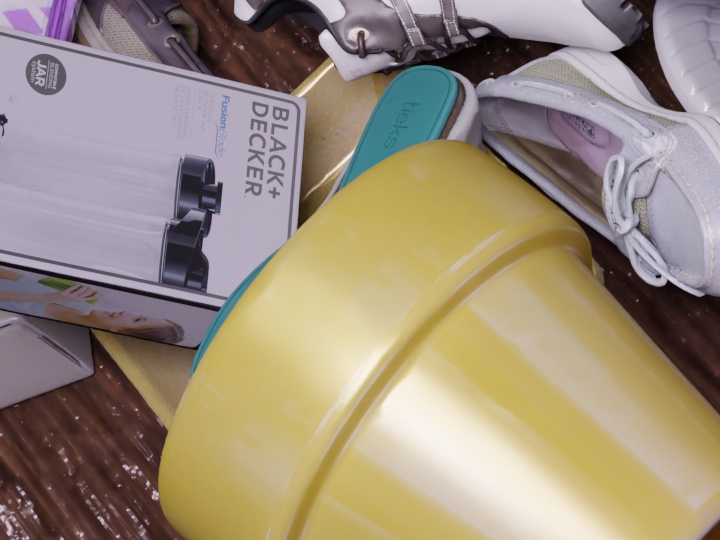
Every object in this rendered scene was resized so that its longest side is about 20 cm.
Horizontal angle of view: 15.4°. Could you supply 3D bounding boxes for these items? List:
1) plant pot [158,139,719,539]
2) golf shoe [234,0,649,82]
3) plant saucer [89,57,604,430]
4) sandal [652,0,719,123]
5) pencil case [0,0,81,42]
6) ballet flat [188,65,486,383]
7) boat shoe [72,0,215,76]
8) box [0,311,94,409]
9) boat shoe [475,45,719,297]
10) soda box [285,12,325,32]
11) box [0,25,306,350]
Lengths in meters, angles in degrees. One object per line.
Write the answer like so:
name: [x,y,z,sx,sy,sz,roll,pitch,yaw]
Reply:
plant pot: [0.054,0.080,1.060,0.189,0.201,0.201,38,87,20]
golf shoe: [0.033,-0.122,1.231,0.200,0.078,0.095,21,87,22]
plant saucer: [-0.006,0.018,1.248,0.200,0.048,0.200,-43,56,3]
sandal: [0.181,-0.050,1.180,0.203,0.082,0.050,65,146,31]
pencil case: [-0.178,-0.093,1.277,0.085,0.084,0.200,-8,60,28]
ballet flat: [0.000,0.000,1.171,0.069,0.069,0.200,19,63,32]
boat shoe: [-0.112,-0.110,1.353,0.065,0.072,0.200,-22,43,-11]
box: [-0.202,-0.032,1.353,0.095,0.078,0.200,-19,60,18]
boat shoe: [0.113,-0.041,1.165,0.065,0.074,0.202,-15,34,-17]
soda box: [-0.064,-0.182,1.357,0.200,0.068,0.063,27,82,33]
box: [-0.129,-0.039,1.197,0.060,0.200,0.117,139,141,-59]
